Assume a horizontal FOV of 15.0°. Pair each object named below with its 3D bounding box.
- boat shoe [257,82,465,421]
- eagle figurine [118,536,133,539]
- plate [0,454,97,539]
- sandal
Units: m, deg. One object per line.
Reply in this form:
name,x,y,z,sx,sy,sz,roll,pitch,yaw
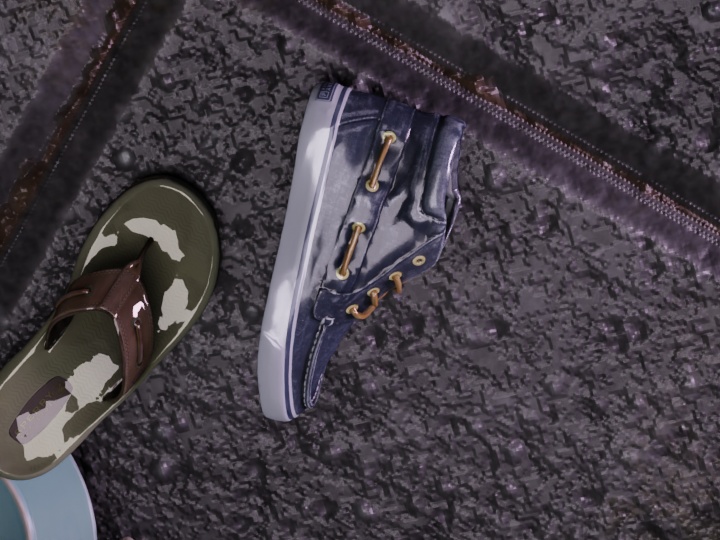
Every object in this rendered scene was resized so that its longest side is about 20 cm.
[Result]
boat shoe,0.000,0.000,1.517,0.090,0.071,0.201,13,112,6
eagle figurine,-0.152,0.281,1.631,0.151,0.151,0.201,14,125,14
plate,-0.251,0.158,1.611,0.199,0.026,0.201,2,98,17
sandal,-0.147,0.039,1.547,0.080,0.057,0.201,34,94,-7
